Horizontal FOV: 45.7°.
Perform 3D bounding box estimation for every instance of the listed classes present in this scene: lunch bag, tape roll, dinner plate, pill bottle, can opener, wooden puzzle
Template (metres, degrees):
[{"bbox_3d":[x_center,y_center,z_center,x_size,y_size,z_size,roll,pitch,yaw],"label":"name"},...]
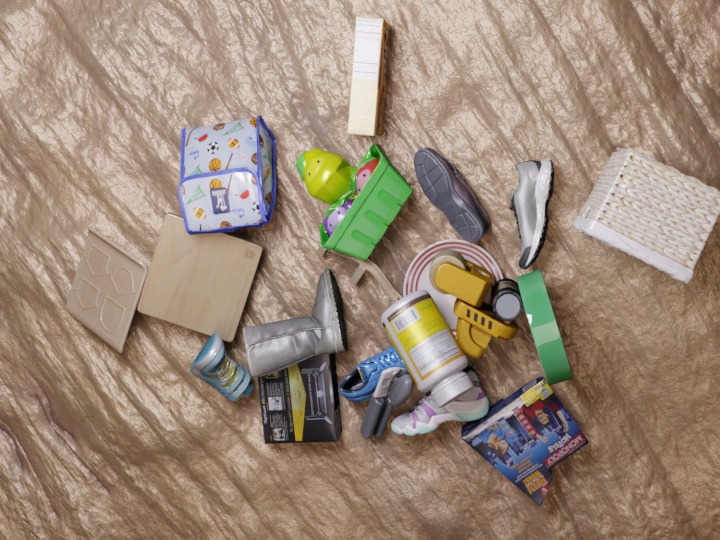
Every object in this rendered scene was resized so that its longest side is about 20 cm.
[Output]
[{"bbox_3d":[-0.247,-0.171,1.593,0.166,0.124,0.205,-6,70,13],"label":"lunch bag"},{"bbox_3d":[0.333,0.102,1.540,0.047,0.200,0.205,-17,97,11],"label":"tape roll"},{"bbox_3d":[0.180,0.041,1.645,0.195,0.024,0.206,1,99,8],"label":"dinner plate"},{"bbox_3d":[0.127,0.146,1.580,0.108,0.109,0.203,-33,76,13],"label":"pill bottle"},{"bbox_3d":[0.045,0.260,1.643,0.051,0.067,0.202,-2,136,-23],"label":"can opener"},{"bbox_3d":[-0.504,0.037,1.719,0.183,0.046,0.204,29,109,29],"label":"wooden puzzle"}]

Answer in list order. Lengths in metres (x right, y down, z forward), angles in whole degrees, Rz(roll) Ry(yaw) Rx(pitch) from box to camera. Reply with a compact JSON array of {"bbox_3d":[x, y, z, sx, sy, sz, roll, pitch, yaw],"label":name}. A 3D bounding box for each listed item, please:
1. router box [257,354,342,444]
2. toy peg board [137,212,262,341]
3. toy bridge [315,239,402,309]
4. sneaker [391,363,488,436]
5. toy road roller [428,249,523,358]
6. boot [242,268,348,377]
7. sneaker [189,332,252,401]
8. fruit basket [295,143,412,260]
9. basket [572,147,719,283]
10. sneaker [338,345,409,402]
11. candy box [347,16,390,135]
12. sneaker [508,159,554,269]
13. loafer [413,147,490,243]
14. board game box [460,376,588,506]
[{"bbox_3d":[-0.124,0.241,1.711,0.153,0.052,0.205,-3,99,10],"label":"router box"},{"bbox_3d":[-0.315,0.005,1.695,0.195,0.098,0.204,19,101,-10],"label":"toy peg board"},{"bbox_3d":[0.000,0.000,1.647,0.199,0.027,0.067,38,144,1],"label":"toy bridge"},{"bbox_3d":[0.142,0.233,1.662,0.195,0.078,0.143,-16,95,2],"label":"sneaker"},{"bbox_3d":[0.200,0.067,1.571,0.197,0.123,0.148,28,103,3],"label":"toy road roller"},{"bbox_3d":[-0.131,0.101,1.657,0.195,0.073,0.186,-13,68,13],"label":"boot"},{"bbox_3d":[-0.260,0.194,1.671,0.129,0.200,0.080,36,72,-6],"label":"sneaker"},{"bbox_3d":[-0.031,-0.151,1.594,0.210,0.156,0.221,-2,110,-6],"label":"fruit basket"},{"bbox_3d":[0.496,-0.100,1.486,0.197,0.198,0.164,25,98,4],"label":"basket"},{"bbox_3d":[0.044,0.190,1.656,0.198,0.078,0.067,-35,62,12],"label":"sneaker"},{"bbox_3d":[0.016,-0.351,1.558,0.054,0.115,0.205,5,100,7],"label":"candy box"},{"bbox_3d":[0.311,-0.105,1.582,0.077,0.074,0.206,8,95,17],"label":"sneaker"},{"bbox_3d":[0.173,-0.146,1.606,0.072,0.063,0.202,-36,88,43],"label":"loafer"},{"bbox_3d":[0.330,0.338,1.651,0.198,0.062,0.202,-36,93,13],"label":"board game box"}]
